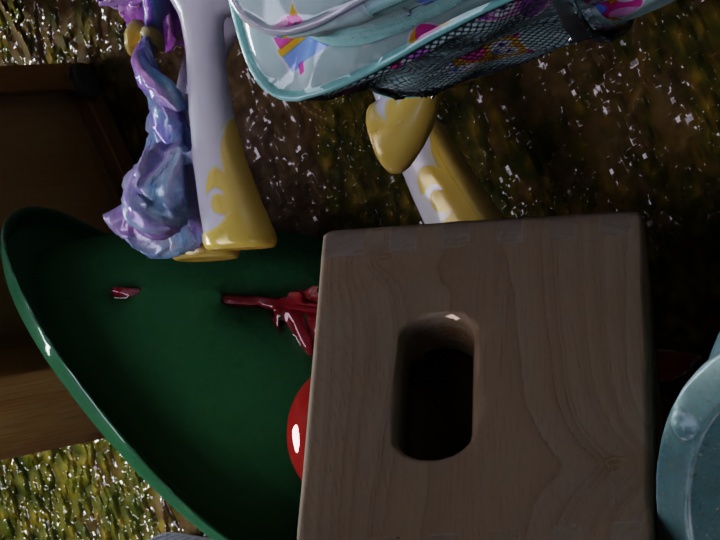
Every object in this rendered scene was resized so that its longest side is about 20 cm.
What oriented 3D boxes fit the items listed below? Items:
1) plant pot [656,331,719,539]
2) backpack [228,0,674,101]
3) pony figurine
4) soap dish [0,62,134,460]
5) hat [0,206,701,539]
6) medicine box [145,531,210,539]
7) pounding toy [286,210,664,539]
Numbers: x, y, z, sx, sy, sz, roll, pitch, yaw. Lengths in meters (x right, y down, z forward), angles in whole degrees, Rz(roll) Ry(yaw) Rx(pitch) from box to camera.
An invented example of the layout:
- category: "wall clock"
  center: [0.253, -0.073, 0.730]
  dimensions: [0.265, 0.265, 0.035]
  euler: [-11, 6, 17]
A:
- category: "plant pot"
  center: [0.166, 0.057, 0.806]
  dimensions: [0.200, 0.134, 0.200]
  euler: [25, 123, 45]
- category: "backpack"
  center: [0.042, -0.149, 0.831]
  dimensions: [0.200, 0.153, 0.176]
  euler: [-17, 86, 16]
- category: "pony figurine"
  center: [-0.041, -0.105, 0.998]
  dimensions: [0.193, 0.167, 0.200]
  euler: [-4, 88, 24]
- category: "soap dish"
  center: [-0.153, -0.006, 1.146]
  dimensions: [0.081, 0.200, 0.157]
  euler: [-31, 79, 30]
- category: "hat"
  center: [0.000, 0.000, 1.064]
  dimensions: [0.176, 0.166, 0.200]
  euler: [-42, 87, 15]
- category: "medicine box"
  center: [-0.042, 0.211, 1.163]
  dimensions: [0.200, 0.103, 0.182]
  euler: [4, 108, 51]
- category: "pounding toy"
  center: [0.021, 0.096, 0.887]
  dimensions: [0.200, 0.142, 0.184]
  euler: [-85, -12, -50]
